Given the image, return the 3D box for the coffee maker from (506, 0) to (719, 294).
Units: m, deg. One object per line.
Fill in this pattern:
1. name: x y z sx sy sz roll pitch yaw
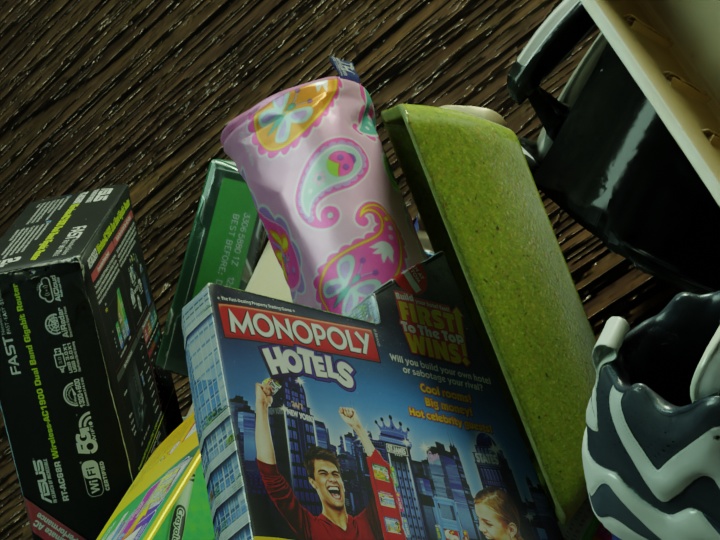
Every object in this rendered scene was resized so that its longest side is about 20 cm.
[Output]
1. coffee maker: 0.185 -0.093 1.237 0.192 0.134 0.201 39 108 37

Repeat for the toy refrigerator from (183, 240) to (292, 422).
1. toy refrigerator: -0.035 0.055 1.468 0.076 0.070 0.201 83 -152 -57

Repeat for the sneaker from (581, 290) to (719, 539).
1. sneaker: 0.173 0.062 1.022 0.198 0.130 0.080 18 57 27

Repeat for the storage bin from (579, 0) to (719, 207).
1. storage bin: 0.201 -0.133 1.102 0.198 0.094 0.201 -38 70 17

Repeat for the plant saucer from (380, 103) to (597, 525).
1. plant saucer: 0.071 0.008 1.280 0.048 0.201 0.200 -22 3 -1

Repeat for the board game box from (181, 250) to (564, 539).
1. board game box: 0.001 0.080 1.188 0.062 0.199 0.201 -38 52 37

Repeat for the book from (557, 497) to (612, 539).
1. book: 0.146 0.149 1.186 0.200 0.048 0.134 23 89 63

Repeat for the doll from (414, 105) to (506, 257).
1. doll: 0.036 0.006 1.441 0.137 0.048 0.201 101 -177 -56

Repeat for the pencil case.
1. pencil case: 0.000 0.000 1.351 0.087 0.087 0.201 -39 64 43

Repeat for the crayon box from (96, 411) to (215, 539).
1. crayon box: -0.091 0.143 1.270 0.119 0.058 0.200 -41 13 48

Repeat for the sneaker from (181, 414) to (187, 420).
1. sneaker: -0.074 0.113 1.562 0.200 0.099 0.075 -46 27 35

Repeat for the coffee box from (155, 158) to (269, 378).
1. coffee box: -0.063 -0.001 1.565 0.200 0.044 0.124 -3 -71 -81

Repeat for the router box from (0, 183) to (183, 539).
1. router box: -0.148 0.048 1.445 0.200 0.062 0.151 -81 -21 -78

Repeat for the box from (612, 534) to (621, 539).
1. box: 0.155 0.136 1.114 0.121 0.032 0.201 -35 38 37
